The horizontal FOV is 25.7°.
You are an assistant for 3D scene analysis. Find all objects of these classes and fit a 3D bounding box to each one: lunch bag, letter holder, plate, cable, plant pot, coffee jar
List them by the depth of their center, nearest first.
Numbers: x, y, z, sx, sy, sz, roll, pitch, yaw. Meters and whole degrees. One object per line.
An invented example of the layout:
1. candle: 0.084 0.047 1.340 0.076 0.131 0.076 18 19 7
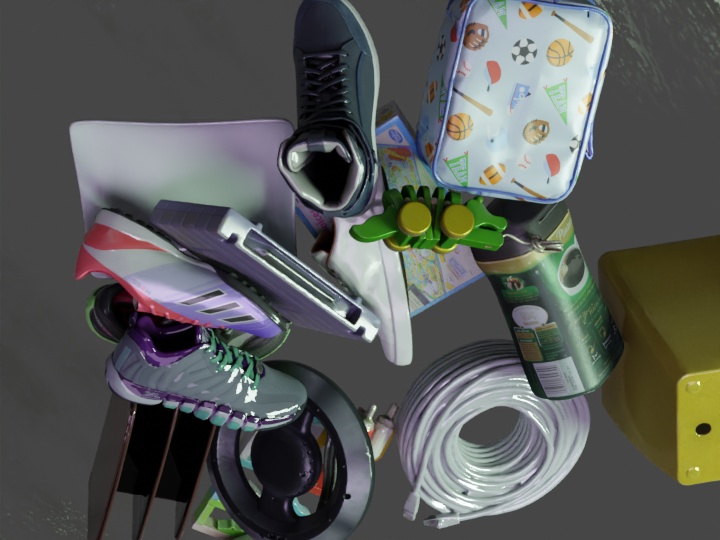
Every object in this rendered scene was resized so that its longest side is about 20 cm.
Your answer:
1. lunch bag: 0.141 -0.158 1.423 0.159 0.076 0.201 6 112 -15
2. plate: -0.158 -0.071 1.451 0.199 0.032 0.200 0 136 -2
3. coffee jar: 0.176 0.017 1.512 0.085 0.104 0.201 -8 116 39
4. plant pot: 0.354 0.098 1.560 0.199 0.177 0.201 -8 122 -1
5. letter holder: -0.203 0.185 1.564 0.100 0.142 0.201 11 120 -14
6. cable: -0.017 0.224 1.614 0.050 0.097 0.201 19 92 26
7. cable: 0.136 0.165 1.632 0.199 0.069 0.201 -4 120 -11

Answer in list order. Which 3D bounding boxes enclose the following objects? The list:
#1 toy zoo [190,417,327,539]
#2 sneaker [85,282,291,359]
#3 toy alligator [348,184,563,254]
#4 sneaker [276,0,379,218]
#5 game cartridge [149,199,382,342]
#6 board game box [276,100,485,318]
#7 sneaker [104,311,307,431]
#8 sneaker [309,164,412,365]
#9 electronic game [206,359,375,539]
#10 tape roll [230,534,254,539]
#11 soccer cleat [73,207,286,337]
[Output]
1. toy zoo: -0.078 0.219 1.673 0.131 0.020 0.200 24 116 -21
2. sneaker: -0.163 0.049 1.510 0.199 0.084 0.077 4 79 -11
3. toy alligator: 0.086 -0.047 1.412 0.199 0.055 0.059 3 163 -13
4. sneaker: -0.028 -0.143 1.345 0.076 0.146 0.203 -8 93 11
5. game cartridge: -0.086 -0.002 1.430 0.200 0.129 0.039 37 78 -34
6. board game box: 0.027 -0.048 1.511 0.134 0.034 0.200 -29 121 11
7. sneaker: -0.133 0.092 1.472 0.199 0.075 0.088 11 129 -22
8. sneaker: 0.000 0.000 1.480 0.084 0.073 0.201 -11 111 3
9. electronic game: -0.073 0.188 1.583 0.199 0.042 0.201 6 103 29
10. tape roll: -0.099 0.382 1.692 0.202 0.037 0.204 0 99 0
11. soccer cleat: -0.163 0.019 1.431 0.199 0.068 0.073 30 80 -8
